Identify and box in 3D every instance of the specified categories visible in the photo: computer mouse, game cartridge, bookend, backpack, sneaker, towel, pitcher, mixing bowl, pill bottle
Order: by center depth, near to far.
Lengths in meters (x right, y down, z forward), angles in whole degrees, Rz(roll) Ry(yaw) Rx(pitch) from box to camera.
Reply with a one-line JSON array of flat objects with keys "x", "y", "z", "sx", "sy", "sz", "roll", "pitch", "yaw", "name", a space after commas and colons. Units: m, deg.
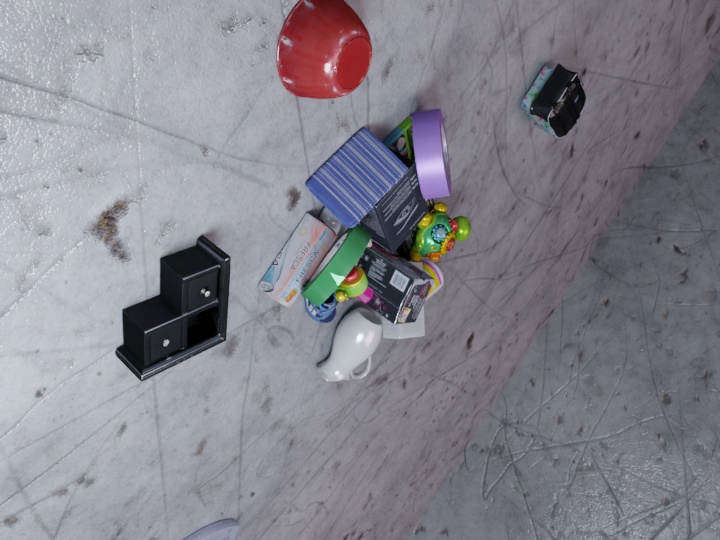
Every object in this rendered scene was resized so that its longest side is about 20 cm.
[{"x": -0.049, "y": -0.401, "z": 1.296, "sx": 0.199, "sy": 0.108, "sz": 0.203, "roll": -35, "pitch": 144, "yaw": -31, "name": "mixing bowl"}, {"x": -0.350, "y": 0.067, "z": 1.305, "sx": 0.197, "sy": 0.091, "sz": 0.203, "roll": -24, "pitch": 136, "yaw": -43, "name": "bookend"}, {"x": -0.007, "y": -0.202, "z": 1.522, "sx": 0.200, "sy": 0.145, "sz": 0.024, "roll": -46, "pitch": 175, "yaw": -19, "name": "towel"}, {"x": -0.045, "y": -0.086, "z": 1.659, "sx": 0.110, "sy": 0.044, "sz": 0.201, "roll": -48, "pitch": 149, "yaw": -13, "name": "computer mouse"}, {"x": -0.090, "y": 0.079, "z": 1.709, "sx": 0.074, "sy": 0.082, "sz": 0.201, "roll": -48, "pitch": 150, "yaw": -18, "name": "sneaker"}, {"x": -0.421, "y": 0.754, "z": 1.900, "sx": 0.198, "sy": 0.040, "sz": 0.135, "roll": -3, "pitch": 123, "yaw": -55, "name": "game cartridge"}, {"x": -0.007, "y": 0.210, "z": 1.908, "sx": 0.170, "sy": 0.121, "sz": 0.202, "roll": 15, "pitch": 112, "yaw": -44, "name": "pitcher"}, {"x": 0.143, "y": 0.059, "z": 2.011, "sx": 0.199, "sy": 0.104, "sz": 0.106, "roll": -37, "pitch": 145, "yaw": -31, "name": "pill bottle"}, {"x": 0.589, "y": -0.502, "z": 2.096, "sx": 0.199, "sy": 0.150, "sz": 0.179, "roll": 25, "pitch": 100, "yaw": -52, "name": "backpack"}]

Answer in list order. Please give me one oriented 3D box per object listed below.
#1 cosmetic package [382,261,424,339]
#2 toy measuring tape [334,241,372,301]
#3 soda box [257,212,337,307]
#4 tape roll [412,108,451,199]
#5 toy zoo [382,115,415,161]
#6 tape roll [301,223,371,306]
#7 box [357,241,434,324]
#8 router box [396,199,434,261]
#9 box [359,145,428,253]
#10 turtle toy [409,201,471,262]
[{"x": 0.114, "y": 0.078, "z": 1.884, "sx": 0.100, "sy": 0.071, "sz": 0.205, "roll": -1, "pitch": 90, "yaw": -40, "name": "cosmetic package"}, {"x": 0.000, "y": 0.000, "z": 1.671, "sx": 0.201, "sy": 0.072, "sz": 0.074, "roll": -57, "pitch": 155, "yaw": -34, "name": "toy measuring tape"}, {"x": -0.139, "y": -0.023, "z": 1.555, "sx": 0.202, "sy": 0.068, "sz": 0.064, "roll": -56, "pitch": 150, "yaw": -3, "name": "soda box"}, {"x": 0.169, "y": -0.272, "z": 1.636, "sx": 0.200, "sy": 0.064, "sz": 0.205, "roll": -8, "pitch": 90, "yaw": -78, "name": "tape roll"}, {"x": 0.073, "y": -0.263, "z": 1.689, "sx": 0.200, "sy": 0.020, "sz": 0.132, "roll": -47, "pitch": 148, "yaw": -18, "name": "toy zoo"}, {"x": -0.054, "y": -0.014, "z": 1.542, "sx": 0.201, "sy": 0.048, "sz": 0.201, "roll": -51, "pitch": -172, "yaw": 10, "name": "tape roll"}, {"x": 0.068, "y": 0.027, "z": 1.775, "sx": 0.114, "sy": 0.199, "sz": 0.134, "roll": 0, "pitch": 119, "yaw": -57, "name": "box"}, {"x": 0.138, "y": -0.140, "z": 1.870, "sx": 0.150, "sy": 0.051, "sz": 0.201, "roll": -50, "pitch": 150, "yaw": -16, "name": "router box"}, {"x": 0.067, "y": -0.165, "z": 1.648, "sx": 0.148, "sy": 0.104, "sz": 0.201, "roll": -48, "pitch": 149, "yaw": -16, "name": "box"}, {"x": 0.220, "y": -0.099, "z": 1.877, "sx": 0.199, "sy": 0.100, "sz": 0.148, "roll": -31, "pitch": 142, "yaw": -42, "name": "turtle toy"}]
